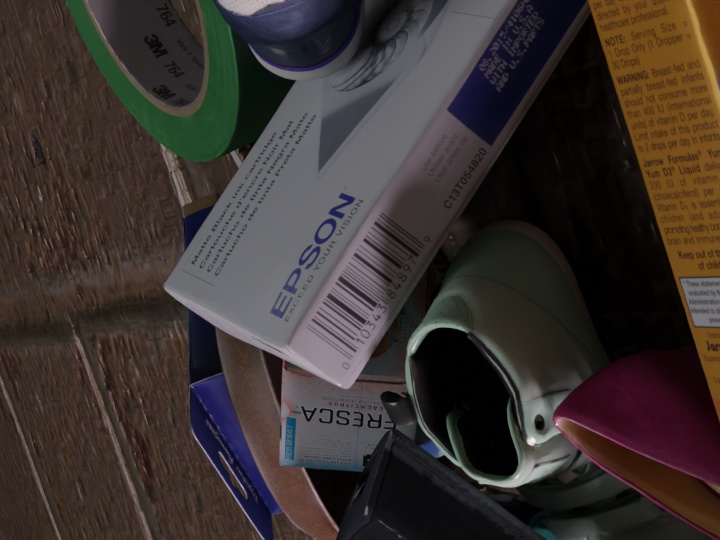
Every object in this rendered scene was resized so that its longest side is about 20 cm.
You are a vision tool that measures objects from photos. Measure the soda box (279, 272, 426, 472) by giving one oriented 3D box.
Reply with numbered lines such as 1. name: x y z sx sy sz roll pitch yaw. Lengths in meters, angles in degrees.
1. soda box: 0.000 0.000 0.910 0.201 0.063 0.069 -85 -1 -47

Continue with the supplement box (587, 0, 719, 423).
1. supplement box: 0.140 -0.039 0.659 0.069 0.066 0.201 -7 104 68

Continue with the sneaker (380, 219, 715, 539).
1. sneaker: 0.081 0.088 0.789 0.073 0.118 0.201 -28 99 31

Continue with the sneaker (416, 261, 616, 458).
1. sneaker: 0.060 0.041 0.936 0.200 0.070 0.078 -36 74 61

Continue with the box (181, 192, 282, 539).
1. box: -0.070 0.060 1.165 0.201 0.032 0.121 -97 -16 -49

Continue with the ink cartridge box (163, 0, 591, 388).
1. ink cartridge box: -0.007 -0.059 0.847 0.041 0.200 0.200 36 173 -26

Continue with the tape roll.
1. tape roll: -0.099 -0.157 0.985 0.200 0.048 0.201 44 149 36

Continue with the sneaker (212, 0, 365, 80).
1. sneaker: -0.050 -0.190 0.800 0.147 0.080 0.201 63 -169 -69

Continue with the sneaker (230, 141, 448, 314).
1. sneaker: -0.024 -0.017 1.077 0.200 0.070 0.109 54 153 27

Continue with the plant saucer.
1. plant saucer: -0.040 0.071 1.114 0.200 0.034 0.202 -19 -90 -80

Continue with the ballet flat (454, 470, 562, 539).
1. ballet flat: 0.089 0.135 0.931 0.199 0.064 0.076 16 108 33

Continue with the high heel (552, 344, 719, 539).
1. high heel: 0.156 0.112 0.714 0.201 0.095 0.067 61 155 20

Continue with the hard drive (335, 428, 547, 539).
1. hard drive: 0.044 0.147 0.835 0.135 0.042 0.200 36 159 11
